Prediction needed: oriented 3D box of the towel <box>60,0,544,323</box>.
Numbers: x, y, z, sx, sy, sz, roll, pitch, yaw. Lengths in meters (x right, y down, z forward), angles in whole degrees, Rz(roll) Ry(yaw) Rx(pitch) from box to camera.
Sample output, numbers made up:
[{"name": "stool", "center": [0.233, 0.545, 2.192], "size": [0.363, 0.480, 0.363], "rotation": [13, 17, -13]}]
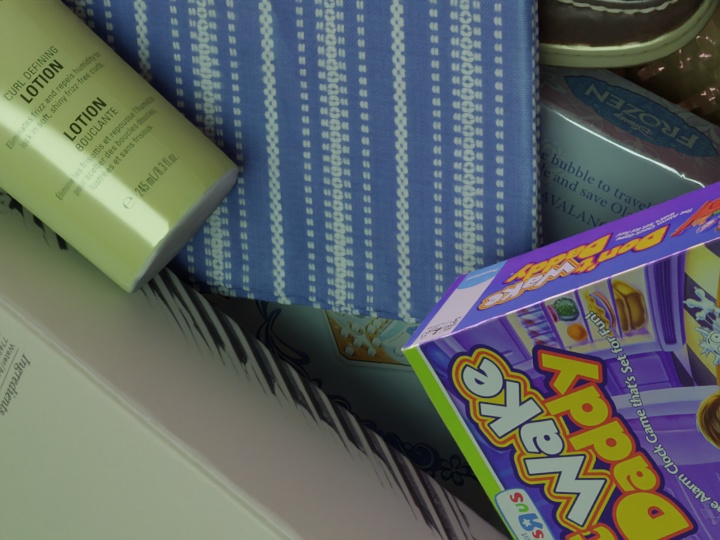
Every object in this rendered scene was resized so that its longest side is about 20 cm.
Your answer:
[{"name": "towel", "center": [-0.036, -0.058, 0.723], "size": [0.199, 0.024, 0.145], "rotation": [9, 119, 24]}]

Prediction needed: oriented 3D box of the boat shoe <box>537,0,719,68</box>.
[{"name": "boat shoe", "center": [0.014, -0.126, 0.696], "size": [0.200, 0.072, 0.072], "rotation": [30, 71, 16]}]

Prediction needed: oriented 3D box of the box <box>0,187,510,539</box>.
[{"name": "box", "center": [-0.060, 0.061, 0.721], "size": [0.200, 0.068, 0.082], "rotation": [38, 123, 16]}]

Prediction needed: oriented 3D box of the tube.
[{"name": "tube", "center": [-0.127, -0.076, 0.711], "size": [0.200, 0.058, 0.052], "rotation": [42, 123, 3]}]

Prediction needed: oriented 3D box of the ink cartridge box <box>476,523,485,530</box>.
[{"name": "ink cartridge box", "center": [-0.017, 0.132, 0.806], "size": [0.199, 0.048, 0.146], "rotation": [-5, 117, 32]}]

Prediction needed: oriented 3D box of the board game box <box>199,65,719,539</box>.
[{"name": "board game box", "center": [0.000, 0.000, 0.780], "size": [0.200, 0.043, 0.199], "rotation": [29, 126, 9]}]

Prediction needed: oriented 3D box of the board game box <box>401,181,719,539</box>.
[{"name": "board game box", "center": [0.119, 0.075, 0.650], "size": [0.134, 0.045, 0.200], "rotation": [-21, 107, 36]}]
